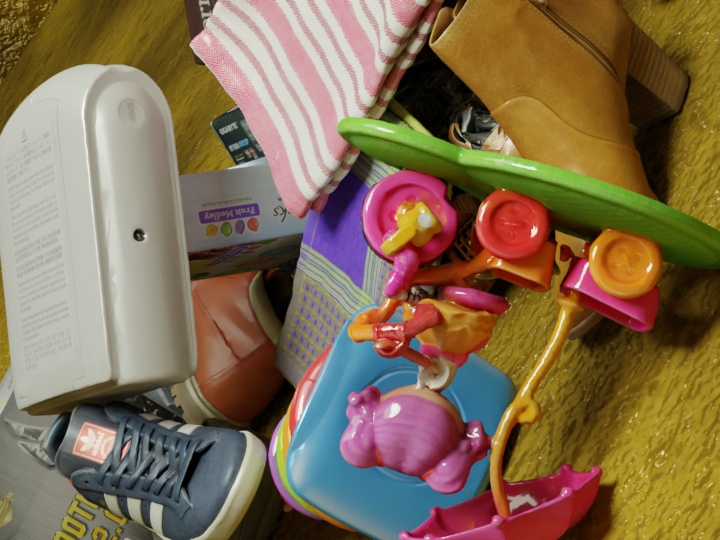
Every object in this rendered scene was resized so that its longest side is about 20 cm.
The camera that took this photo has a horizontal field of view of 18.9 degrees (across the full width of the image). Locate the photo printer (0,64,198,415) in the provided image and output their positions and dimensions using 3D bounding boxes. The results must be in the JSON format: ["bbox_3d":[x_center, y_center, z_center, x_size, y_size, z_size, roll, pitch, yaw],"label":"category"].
[{"bbox_3d":[-0.164,-0.020,1.304,0.166,0.069,0.201,-21,74,58],"label":"photo printer"}]

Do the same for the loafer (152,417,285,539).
[{"bbox_3d":[-0.100,0.180,1.319,0.070,0.070,0.200,-39,25,44],"label":"loafer"}]

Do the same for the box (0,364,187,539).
[{"bbox_3d":[-0.201,0.167,1.456,0.048,0.158,0.200,-17,42,62],"label":"box"}]

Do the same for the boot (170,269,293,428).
[{"bbox_3d":[-0.089,0.021,1.522,0.107,0.075,0.200,-46,41,21],"label":"boot"}]

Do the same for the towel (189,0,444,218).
[{"bbox_3d":[-0.027,-0.146,1.243,0.147,0.030,0.200,59,139,26],"label":"towel"}]

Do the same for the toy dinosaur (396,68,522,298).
[{"bbox_3d":[0.089,-0.062,1.258,0.200,0.102,0.136,-40,32,-8],"label":"toy dinosaur"}]

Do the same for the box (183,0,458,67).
[{"bbox_3d":[0.005,-0.223,1.344,0.200,0.167,0.164,5,21,45],"label":"box"}]

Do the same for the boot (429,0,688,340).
[{"bbox_3d":[0.092,-0.075,1.142,0.071,0.144,0.202,-33,30,51],"label":"boot"}]

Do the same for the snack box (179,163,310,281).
[{"bbox_3d":[-0.063,-0.033,1.400,0.142,0.199,0.053,-21,81,59],"label":"snack box"}]

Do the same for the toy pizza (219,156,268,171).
[{"bbox_3d":[-0.065,-0.062,1.543,0.200,0.032,0.200,-17,1,0],"label":"toy pizza"}]

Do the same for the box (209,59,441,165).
[{"bbox_3d":[-0.002,-0.145,1.555,0.159,0.046,0.200,-37,10,-25],"label":"box"}]

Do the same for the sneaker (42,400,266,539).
[{"bbox_3d":[-0.128,0.113,1.261,0.200,0.084,0.075,-9,54,60],"label":"sneaker"}]

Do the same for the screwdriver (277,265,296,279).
[{"bbox_3d":[-0.007,-0.043,1.518,0.200,0.028,0.029,-49,50,22],"label":"screwdriver"}]

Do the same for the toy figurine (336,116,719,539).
[{"bbox_3d":[0.055,0.045,1.015,0.150,0.199,0.185,109,180,-85],"label":"toy figurine"}]

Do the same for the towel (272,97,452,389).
[{"bbox_3d":[0.000,0.000,1.267,0.144,0.023,0.201,48,130,51],"label":"towel"}]

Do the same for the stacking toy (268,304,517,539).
[{"bbox_3d":[-0.008,0.101,1.193,0.116,0.110,0.200,-65,12,-20],"label":"stacking toy"}]

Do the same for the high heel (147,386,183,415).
[{"bbox_3d":[-0.218,0.143,1.657,0.200,0.071,0.143,-40,26,0],"label":"high heel"}]
